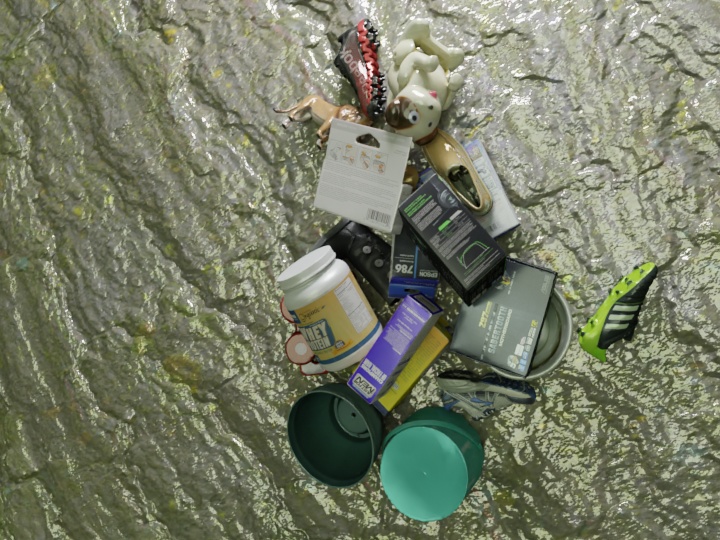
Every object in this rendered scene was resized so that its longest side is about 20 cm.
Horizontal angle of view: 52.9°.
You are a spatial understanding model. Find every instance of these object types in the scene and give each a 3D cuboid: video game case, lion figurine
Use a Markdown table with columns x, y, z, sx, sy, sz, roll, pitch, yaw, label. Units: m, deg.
| x | y | z | sx | sy | sz | roll | pitch | yaw | label |
| --- | --- | --- | --- | --- | --- | --- | --- | --- | --- |
| 0.189 | -0.126 | 1.429 | 0.197 | 0.045 | 0.185 | -28 | 82 | 18 | video game case |
| -0.077 | -0.323 | 1.501 | 0.198 | 0.073 | 0.123 | 36 | 69 | 21 | lion figurine |

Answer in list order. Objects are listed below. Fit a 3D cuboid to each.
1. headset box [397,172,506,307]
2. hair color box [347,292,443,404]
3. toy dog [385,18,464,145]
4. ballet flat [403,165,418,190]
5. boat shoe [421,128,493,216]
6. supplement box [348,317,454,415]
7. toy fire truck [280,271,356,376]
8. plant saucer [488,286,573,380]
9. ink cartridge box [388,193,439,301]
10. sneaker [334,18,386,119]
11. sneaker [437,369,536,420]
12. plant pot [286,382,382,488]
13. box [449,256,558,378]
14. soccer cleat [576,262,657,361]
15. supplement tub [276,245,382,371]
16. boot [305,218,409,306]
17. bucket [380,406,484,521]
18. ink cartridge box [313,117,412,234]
| x | y | z | sx | sy | sz | roll | pitch | yaw | label |
| --- | --- | --- | --- | --- | --- | --- | --- | --- | --- |
| 0.158 | -0.053 | 1.275 | 0.092 | 0.174 | 0.201 | -40 | 74 | -1 | headset box |
| 0.065 | 0.140 | 1.333 | 0.064 | 0.109 | 0.203 | 35 | 101 | 15 | hair color box |
| 0.102 | -0.339 | 1.368 | 0.191 | 0.139 | 0.204 | -26 | 43 | 35 | toy dog |
| 0.026 | -0.162 | 1.445 | 0.197 | 0.062 | 0.071 | -17 | 76 | 38 | ballet flat |
| 0.179 | -0.193 | 1.368 | 0.072 | 0.076 | 0.201 | -43 | 75 | 17 | boat shoe |
| 0.087 | 0.169 | 1.442 | 0.109 | 0.109 | 0.201 | 43 | 103 | 13 | supplement box |
| -0.076 | 0.111 | 1.506 | 0.163 | 0.112 | 0.206 | -8 | 90 | 0 | toy fire truck |
| 0.309 | 0.105 | 1.392 | 0.194 | 0.050 | 0.207 | 0 | 91 | 19 | plant saucer |
| 0.109 | -0.044 | 1.399 | 0.096 | 0.039 | 0.206 | 4 | 93 | -4 | ink cartridge box |
| -0.003 | -0.402 | 1.472 | 0.095 | 0.071 | 0.207 | -11 | 82 | 20 | sneaker |
| 0.247 | 0.249 | 1.416 | 0.195 | 0.077 | 0.088 | 3 | 103 | 26 | sneaker |
| -0.034 | 0.313 | 1.464 | 0.195 | 0.134 | 0.206 | 8 | 108 | 25 | plant pot |
| 0.266 | 0.078 | 1.353 | 0.154 | 0.051 | 0.205 | 18 | 95 | 21 | box |
| 0.484 | 0.076 | 1.331 | 0.080 | 0.068 | 0.202 | 36 | 104 | -4 | soccer cleat |
| -0.060 | 0.072 | 1.388 | 0.142 | 0.145 | 0.203 | -27 | 103 | 17 | supplement tub |
| 0.001 | -0.001 | 1.466 | 0.200 | 0.066 | 0.165 | 44 | 78 | 10 | boot |
| 0.136 | 0.378 | 1.417 | 0.201 | 0.134 | 0.214 | 0 | 91 | 17 | bucket |
| 0.011 | -0.183 | 1.392 | 0.197 | 0.044 | 0.181 | 21 | 102 | 33 | ink cartridge box |
